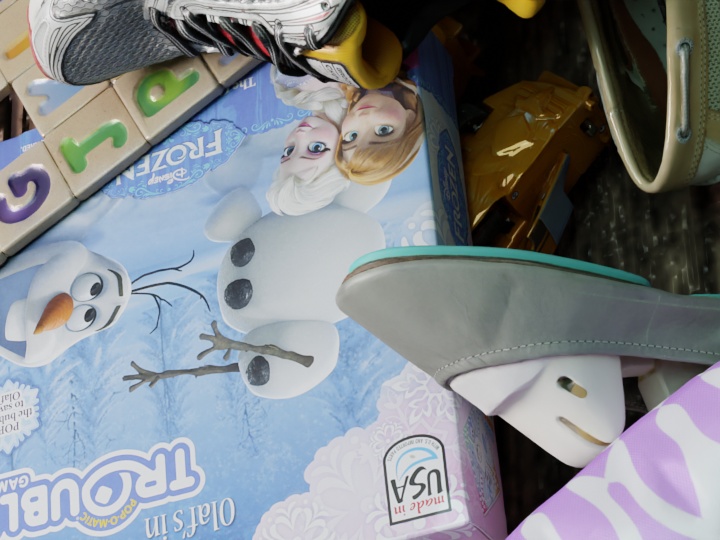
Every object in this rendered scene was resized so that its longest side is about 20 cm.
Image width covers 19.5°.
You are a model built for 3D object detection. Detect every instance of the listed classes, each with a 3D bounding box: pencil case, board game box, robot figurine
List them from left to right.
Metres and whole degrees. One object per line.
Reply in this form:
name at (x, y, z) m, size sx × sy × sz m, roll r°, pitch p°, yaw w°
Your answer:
board game box at (-0.056, 0.025, 0.737) m, size 0.200 × 0.043 × 0.199 m, roll -16°, pitch 60°, yaw 19°
robot figurine at (0.000, 0.000, 0.784) m, size 0.145 × 0.058 × 0.200 m, roll 34°, pitch 84°, yaw 36°
pencil case at (0.099, 0.084, 0.605) m, size 0.200 × 0.084 × 0.085 m, roll -42°, pitch 10°, yaw 0°

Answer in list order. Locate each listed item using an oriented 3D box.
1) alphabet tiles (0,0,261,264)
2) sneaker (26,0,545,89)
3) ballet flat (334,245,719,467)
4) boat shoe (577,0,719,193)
alphabet tiles at (-0.135, -0.102, 0.813) m, size 0.167 × 0.008 × 0.200 m, roll -38°, pitch 54°, yaw 4°
sneaker at (-0.027, -0.098, 0.708) m, size 0.200 × 0.078 × 0.082 m, roll -16°, pitch 74°, yaw 24°
ballet flat at (0.088, 0.033, 0.657) m, size 0.067 × 0.200 × 0.064 m, roll 142°, pitch 130°, yaw -59°
boat shoe at (0.092, -0.124, 0.721) m, size 0.072 × 0.076 × 0.200 m, roll -14°, pitch 98°, yaw 55°
